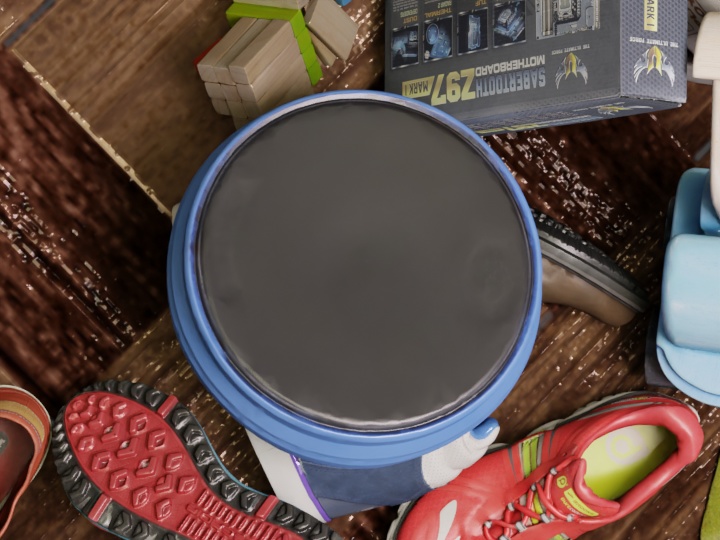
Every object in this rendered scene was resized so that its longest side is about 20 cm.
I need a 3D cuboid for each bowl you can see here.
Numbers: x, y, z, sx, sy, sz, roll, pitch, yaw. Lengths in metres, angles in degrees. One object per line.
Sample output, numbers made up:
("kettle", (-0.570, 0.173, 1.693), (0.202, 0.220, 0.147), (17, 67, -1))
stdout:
("bowl", (0.000, 0.000, 1.030), (0.200, 0.039, 0.202), (3, 73, -10))

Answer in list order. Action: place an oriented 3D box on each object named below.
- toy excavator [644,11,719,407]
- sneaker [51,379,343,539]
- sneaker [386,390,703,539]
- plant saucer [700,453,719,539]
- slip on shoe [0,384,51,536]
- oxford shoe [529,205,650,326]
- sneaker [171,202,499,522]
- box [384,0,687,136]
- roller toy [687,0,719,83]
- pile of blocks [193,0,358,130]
("toy excavator", (0.203, -0.025, 1.062), (0.099, 0.200, 0.195), (7, 86, 17))
("sneaker", (-0.088, 0.141, 1.075), (0.200, 0.096, 0.079), (38, 70, 19))
("sneaker", (0.102, 0.123, 1.109), (0.200, 0.085, 0.077), (-31, 93, -11))
("plant saucer", (0.320, 0.095, 1.172), (0.199, 0.048, 0.201), (16, 85, -10))
("slip on shoe", (-0.233, 0.149, 1.057), (0.074, 0.061, 0.200), (36, 83, -9))
("oxford shoe", (0.066, -0.001, 1.124), (0.199, 0.073, 0.085), (19, 102, -8))
("sneaker", (-0.004, 0.032, 1.081), (0.146, 0.081, 0.201), (-22, 101, 5))
("box", (0.088, -0.157, 1.060), (0.051, 0.200, 0.159), (3, 85, -35))
("roller toy", (0.223, -0.196, 1.095), (0.182, 0.140, 0.201), (3, 88, -23))
("pile of blocks", (-0.041, -0.165, 1.115), (0.062, 0.082, 0.201), (12, 72, 32))
